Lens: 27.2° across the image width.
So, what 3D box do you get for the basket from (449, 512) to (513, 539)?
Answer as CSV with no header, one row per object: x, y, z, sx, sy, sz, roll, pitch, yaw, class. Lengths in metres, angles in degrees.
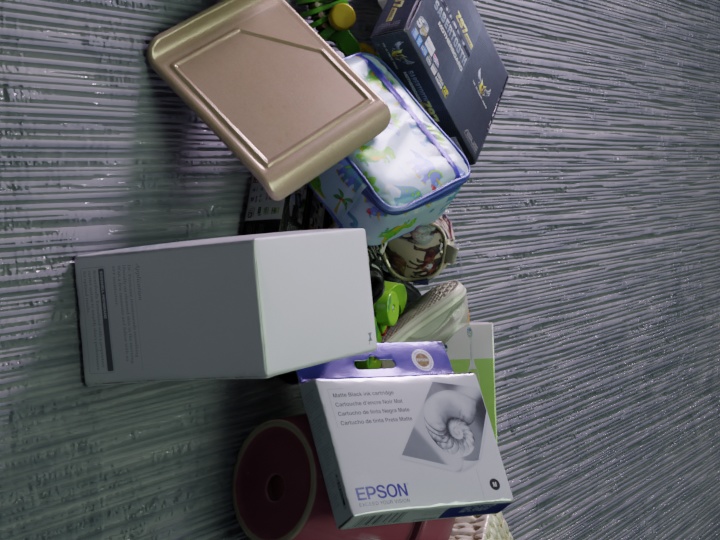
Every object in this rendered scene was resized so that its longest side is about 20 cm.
0.074,0.342,1.689,0.124,0.198,0.136,-69,144,-47,basket

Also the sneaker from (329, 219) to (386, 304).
0.000,0.000,1.554,0.076,0.087,0.201,52,52,-33,sneaker

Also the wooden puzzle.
-0.090,-0.180,1.477,0.200,0.037,0.185,49,52,6,wooden puzzle

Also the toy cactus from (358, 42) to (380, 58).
0.066,-0.198,1.785,0.200,0.102,0.165,35,17,-42,toy cactus

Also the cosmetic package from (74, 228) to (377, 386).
-0.119,0.031,1.359,0.199,0.198,0.124,-8,94,-61,cosmetic package

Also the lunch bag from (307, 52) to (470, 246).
0.010,-0.134,1.567,0.160,0.083,0.201,-22,68,-42,lunch bag

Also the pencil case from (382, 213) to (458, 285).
0.073,-0.032,1.771,0.200,0.089,0.078,-50,164,-82,pencil case

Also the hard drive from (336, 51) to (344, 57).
-0.021,-0.149,1.676,0.132,0.026,0.202,-18,86,-60,hard drive

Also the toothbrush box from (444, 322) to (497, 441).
0.084,0.164,1.754,0.086,0.144,0.202,146,-58,-86,toothbrush box

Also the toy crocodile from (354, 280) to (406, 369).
0.000,0.076,1.607,0.201,0.067,0.062,-66,147,-46,toy crocodile

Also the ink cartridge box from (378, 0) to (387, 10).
0.069,-0.345,1.825,0.117,0.067,0.201,51,27,-46,ink cartridge box

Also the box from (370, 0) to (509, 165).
0.094,-0.242,1.687,0.201,0.051,0.158,59,39,-36,box

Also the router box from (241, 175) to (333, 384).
-0.075,0.005,1.594,0.149,0.051,0.202,42,52,-54,router box

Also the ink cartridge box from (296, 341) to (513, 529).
0.041,0.152,1.488,0.198,0.041,0.201,0,60,-32,ink cartridge box

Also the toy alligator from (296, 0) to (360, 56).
-0.052,-0.327,1.680,0.054,0.059,0.202,-20,98,-17,toy alligator

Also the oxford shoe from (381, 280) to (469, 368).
0.044,0.086,1.682,0.058,0.199,0.075,59,-7,-19,oxford shoe

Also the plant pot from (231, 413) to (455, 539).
-0.026,0.226,1.538,0.178,0.199,0.202,14,74,-44,plant pot

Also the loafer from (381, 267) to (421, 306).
0.014,0.031,1.749,0.200,0.068,0.071,32,78,-59,loafer
